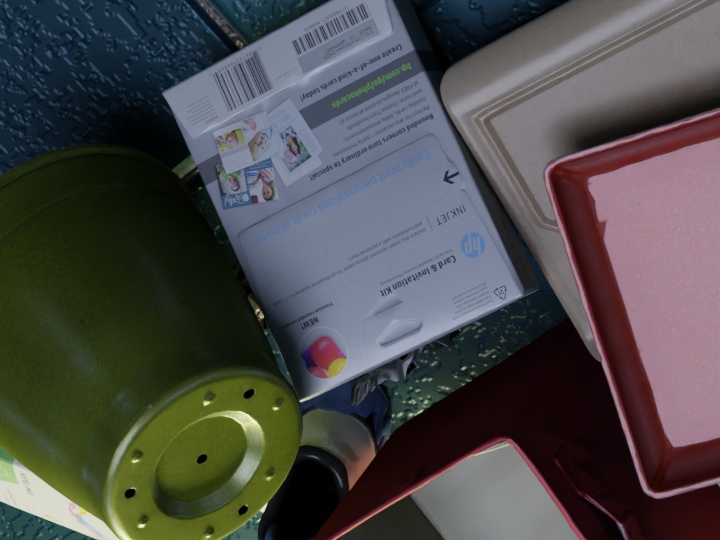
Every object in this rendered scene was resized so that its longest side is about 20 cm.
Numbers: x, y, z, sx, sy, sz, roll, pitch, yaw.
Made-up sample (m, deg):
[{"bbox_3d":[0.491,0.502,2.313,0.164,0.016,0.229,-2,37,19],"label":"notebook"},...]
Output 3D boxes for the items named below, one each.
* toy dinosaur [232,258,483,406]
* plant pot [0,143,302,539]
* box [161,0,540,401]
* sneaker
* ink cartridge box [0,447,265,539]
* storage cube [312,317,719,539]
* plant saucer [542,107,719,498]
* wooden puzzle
[{"bbox_3d":[0.000,0.000,1.269,0.136,0.102,0.200,60,145,-1],"label":"toy dinosaur"},{"bbox_3d":[-0.134,0.060,1.224,0.193,0.199,0.201,44,139,41],"label":"plant pot"},{"bbox_3d":[-0.007,-0.047,1.206,0.155,0.041,0.201,-26,85,21],"label":"box"},{"bbox_3d":[-0.025,0.176,1.372,0.080,0.115,0.200,6,123,18],"label":"sneaker"},{"bbox_3d":[-0.159,0.143,1.404,0.199,0.068,0.117,20,158,8],"label":"ink cartridge box"},{"bbox_3d":[0.098,0.162,1.257,0.200,0.180,0.171,-35,96,31],"label":"storage cube"},{"bbox_3d":[0.223,0.004,1.140,0.199,0.037,0.201,-17,98,14],"label":"plant saucer"},{"bbox_3d":[0.169,-0.068,1.172,0.184,0.037,0.201,-27,105,16],"label":"wooden puzzle"}]
